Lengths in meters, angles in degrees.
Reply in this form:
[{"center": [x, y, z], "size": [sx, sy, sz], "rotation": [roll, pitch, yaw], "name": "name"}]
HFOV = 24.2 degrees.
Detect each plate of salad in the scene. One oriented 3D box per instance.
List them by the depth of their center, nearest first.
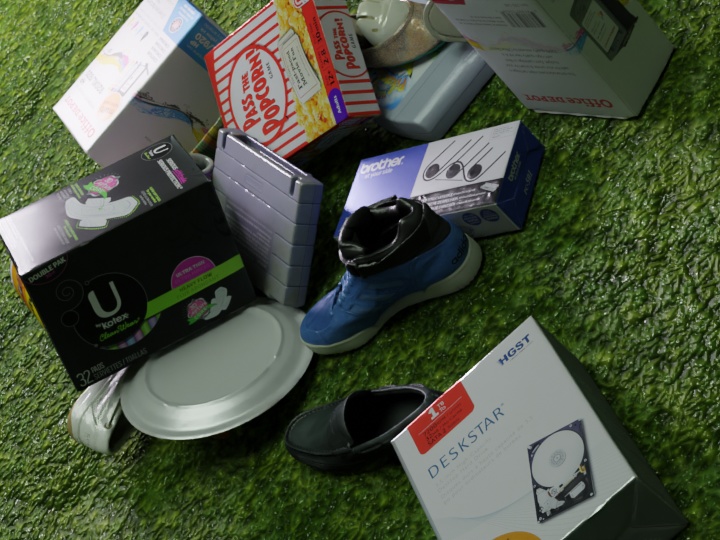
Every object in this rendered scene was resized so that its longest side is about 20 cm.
[{"center": [-0.134, 0.098, 1.606], "size": [0.198, 0.048, 0.201], "rotation": [-15, 35, 11], "name": "plate of salad"}]

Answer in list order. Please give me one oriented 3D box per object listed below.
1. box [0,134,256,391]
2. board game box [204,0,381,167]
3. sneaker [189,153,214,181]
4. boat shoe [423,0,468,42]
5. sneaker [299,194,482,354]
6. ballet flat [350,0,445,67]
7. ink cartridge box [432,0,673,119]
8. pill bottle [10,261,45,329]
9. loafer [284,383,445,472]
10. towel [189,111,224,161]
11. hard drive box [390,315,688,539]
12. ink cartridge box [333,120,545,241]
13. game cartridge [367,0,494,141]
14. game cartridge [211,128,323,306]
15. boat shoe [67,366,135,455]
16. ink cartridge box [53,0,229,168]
[{"center": [-0.226, -0.009, 1.626], "size": [0.198, 0.150, 0.124], "rotation": [-27, 34, -10], "name": "box"}, {"center": [-0.073, -0.191, 1.714], "size": [0.199, 0.046, 0.153], "rotation": [-29, 74, 49], "name": "board game box"}, {"center": [-0.226, -0.056, 1.737], "size": [0.072, 0.115, 0.200], "rotation": [33, 51, 22], "name": "sneaker"}, {"center": [0.147, -0.287, 1.620], "size": [0.198, 0.075, 0.066], "rotation": [-32, 23, 4], "name": "boat shoe"}, {"center": [0.000, -0.001, 1.507], "size": [0.199, 0.111, 0.077], "rotation": [-26, 42, 31], "name": "sneaker"}, {"center": [0.005, -0.240, 1.697], "size": [0.199, 0.067, 0.069], "rotation": [-10, 51, 43], "name": "ballet flat"}, {"center": [0.157, -0.228, 1.462], "size": [0.147, 0.200, 0.086], "rotation": [13, 68, 52], "name": "ink cartridge box"}, {"center": [-0.320, 0.012, 1.852], "size": [0.110, 0.109, 0.200], "rotation": [-51, 35, -1], "name": "pill bottle"}, {"center": [0.005, 0.127, 1.422], "size": [0.199, 0.070, 0.069], "rotation": [-11, 50, 42], "name": "loafer"}, {"center": [-0.195, -0.090, 1.832], "size": [0.018, 0.086, 0.200], "rotation": [43, 94, 21], "name": "towel"}, {"center": [0.128, 0.158, 1.254], "size": [0.156, 0.077, 0.201], "rotation": [-43, 35, 10], "name": "hard drive box"}, {"center": [0.070, -0.071, 1.551], "size": [0.199, 0.044, 0.095], "rotation": [-11, 49, 42], "name": "ink cartridge box"}, {"center": [0.053, -0.206, 1.701], "size": [0.134, 0.040, 0.200], "rotation": [-54, 35, 2], "name": "game cartridge"}, {"center": [-0.099, -0.054, 1.681], "size": [0.200, 0.038, 0.131], "rotation": [36, 125, 55], "name": "game cartridge"}, {"center": [-0.208, 0.103, 1.690], "size": [0.069, 0.071, 0.201], "rotation": [25, 71, 34], "name": "boat shoe"}, {"center": [-0.218, -0.193, 1.891], "size": [0.200, 0.144, 0.147], "rotation": [-49, 36, 4], "name": "ink cartridge box"}]
